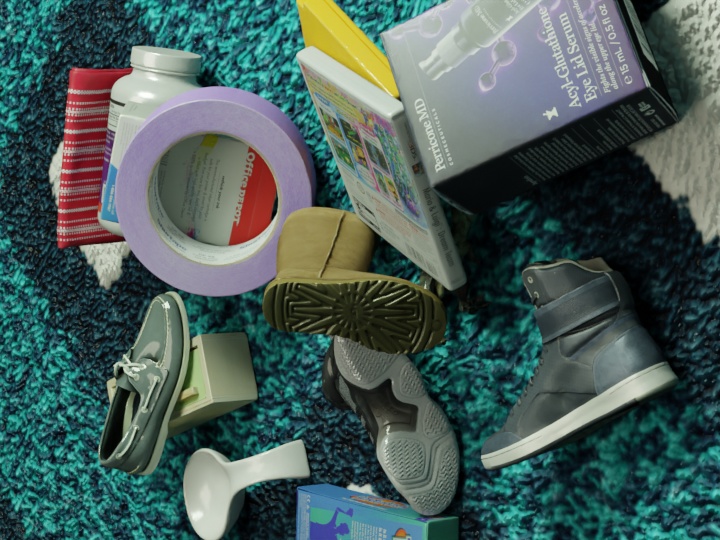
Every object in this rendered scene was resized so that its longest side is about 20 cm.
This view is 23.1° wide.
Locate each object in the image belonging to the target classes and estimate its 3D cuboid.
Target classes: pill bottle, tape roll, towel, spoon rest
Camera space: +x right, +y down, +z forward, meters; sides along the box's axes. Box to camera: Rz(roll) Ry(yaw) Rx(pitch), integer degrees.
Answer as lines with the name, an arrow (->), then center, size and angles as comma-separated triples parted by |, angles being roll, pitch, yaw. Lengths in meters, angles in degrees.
pill bottle -> -0.222, -0.138, 1.921 | 0.112, 0.112, 0.203 | 21, 107, 48
tape roll -> -0.144, -0.079, 1.767 | 0.066, 0.198, 0.202 | -85, 8, -73
towel -> -0.277, -0.128, 1.966 | 0.022, 0.144, 0.203 | 13, 102, 36
spoon rest -> -0.135, 0.226, 1.869 | 0.199, 0.060, 0.101 | -30, 69, 46

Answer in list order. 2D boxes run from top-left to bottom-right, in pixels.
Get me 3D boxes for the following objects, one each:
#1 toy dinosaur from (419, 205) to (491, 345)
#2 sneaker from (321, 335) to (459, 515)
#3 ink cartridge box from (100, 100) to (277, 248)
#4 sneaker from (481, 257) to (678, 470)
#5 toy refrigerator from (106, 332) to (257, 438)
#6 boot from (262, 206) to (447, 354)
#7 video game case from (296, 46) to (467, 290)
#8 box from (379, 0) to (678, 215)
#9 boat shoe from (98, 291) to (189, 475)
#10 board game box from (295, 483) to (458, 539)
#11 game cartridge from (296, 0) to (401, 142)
toy dinosaur -> 0.073, 0.020, 1.625 | 0.201, 0.047, 0.089 | -60, 36, 33
sneaker -> 0.025, 0.135, 1.668 | 0.202, 0.075, 0.114 | 65, 162, -2
ink cartridge box -> -0.161, -0.094, 1.834 | 0.067, 0.197, 0.118 | -88, 11, -73
sneaker -> 0.158, 0.073, 1.486 | 0.202, 0.077, 0.147 | -34, 76, 35
toy refrigerator -> -0.201, 0.132, 1.937 | 0.199, 0.069, 0.077 | -25, 72, 47
boot -> 0.000, 0.000, 1.628 | 0.200, 0.173, 0.067 | -74, -5, -69
video game case -> 0.018, -0.094, 1.575 | 0.200, 0.024, 0.183 | 41, 156, 56
box -> 0.137, -0.157, 1.437 | 0.198, 0.104, 0.149 | -25, 70, 17
boat shoe -> -0.233, 0.120, 1.876 | 0.073, 0.061, 0.202 | 23, 102, 52
board game box -> 0.012, 0.299, 1.705 | 0.199, 0.045, 0.154 | 7, 96, 50
game cartridge -> 0.008, -0.143, 1.623 | 0.177, 0.032, 0.201 | 50, 162, 36
